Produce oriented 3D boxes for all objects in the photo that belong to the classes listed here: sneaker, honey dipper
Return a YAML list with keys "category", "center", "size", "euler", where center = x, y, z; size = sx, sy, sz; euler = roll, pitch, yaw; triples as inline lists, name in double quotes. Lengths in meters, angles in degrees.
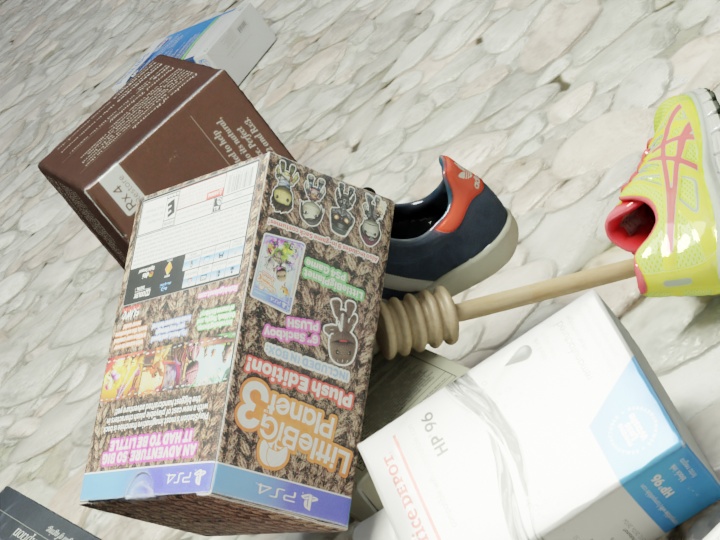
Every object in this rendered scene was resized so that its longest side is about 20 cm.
- category: "sneaker"
  center: [0.193, -0.049, 1.065]
  size: [0.090, 0.079, 0.200]
  euler: [-16, 28, 11]
- category: "sneaker"
  center: [0.000, 0.000, 1.094]
  size: [0.199, 0.085, 0.075]
  euler: [-36, 23, 7]
- category: "honey dipper"
  center: [0.106, 0.015, 1.064]
  size: [0.198, 0.038, 0.038]
  euler: [-14, 20, -12]

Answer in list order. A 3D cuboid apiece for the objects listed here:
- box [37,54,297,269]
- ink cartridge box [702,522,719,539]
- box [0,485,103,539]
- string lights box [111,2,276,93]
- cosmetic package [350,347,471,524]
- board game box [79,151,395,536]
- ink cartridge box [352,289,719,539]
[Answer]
- category: "box"
  center: [-0.167, -0.079, 1.569]
  size: [0.164, 0.166, 0.200]
  euler: [-42, 23, -11]
- category: "ink cartridge box"
  center: [0.144, 0.201, 0.629]
  size: [0.161, 0.050, 0.200]
  euler: [-46, 33, 6]
- category: "box"
  center: [-0.194, 0.237, 0.944]
  size: [0.182, 0.104, 0.199]
  euler: [-46, 28, -21]
- category: "string lights box"
  center: [-0.204, -0.251, 2.079]
  size: [0.199, 0.059, 0.103]
  euler: [-11, 35, 48]
- category: "cosmetic package"
  center: [0.009, 0.100, 1.096]
  size: [0.103, 0.073, 0.200]
  euler: [-43, 23, -11]
- category: "board game box"
  center: [-0.075, 0.050, 1.029]
  size: [0.159, 0.096, 0.202]
  euler: [-13, 63, 53]
- category: "ink cartridge box"
  center: [0.077, 0.118, 0.920]
  size: [0.199, 0.068, 0.116]
  euler: [-35, 47, 10]
